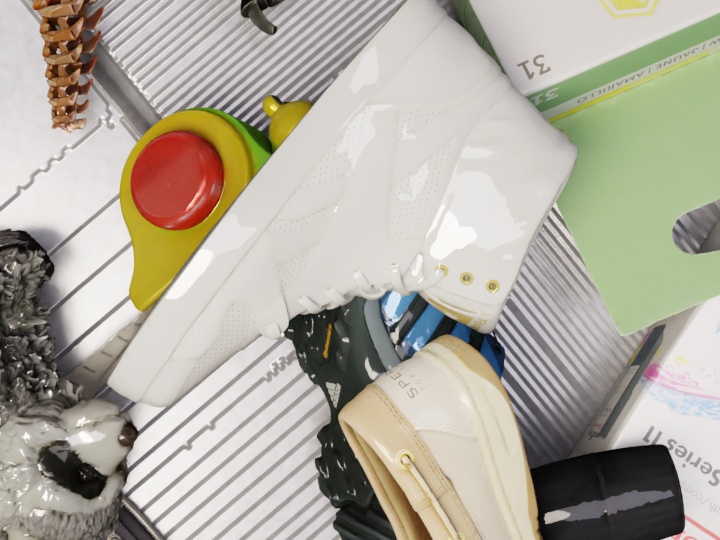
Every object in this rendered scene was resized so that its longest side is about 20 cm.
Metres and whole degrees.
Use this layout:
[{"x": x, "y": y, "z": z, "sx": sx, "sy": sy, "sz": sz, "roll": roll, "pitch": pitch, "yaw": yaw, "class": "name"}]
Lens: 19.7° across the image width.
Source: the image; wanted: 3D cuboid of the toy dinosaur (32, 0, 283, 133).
[{"x": -0.087, "y": -0.160, "z": 0.882, "sx": 0.135, "sy": 0.102, "sz": 0.202, "roll": 16, "pitch": 105, "yaw": 19, "class": "toy dinosaur"}]

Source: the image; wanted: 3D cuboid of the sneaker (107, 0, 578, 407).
[{"x": 0.000, "y": 0.000, "z": 0.820, "sx": 0.115, "sy": 0.074, "sz": 0.200, "roll": 41, "pitch": 90, "yaw": -6, "class": "sneaker"}]

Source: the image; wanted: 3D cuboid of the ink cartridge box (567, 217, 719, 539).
[{"x": 0.165, "y": 0.080, "z": 0.907, "sx": 0.117, "sy": 0.067, "sz": 0.201, "roll": 32, "pitch": 90, "yaw": -4, "class": "ink cartridge box"}]

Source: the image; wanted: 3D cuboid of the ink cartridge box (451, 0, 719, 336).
[{"x": 0.130, "y": -0.093, "z": 0.875, "sx": 0.145, "sy": 0.048, "sz": 0.201, "roll": -23, "pitch": 68, "yaw": -4, "class": "ink cartridge box"}]

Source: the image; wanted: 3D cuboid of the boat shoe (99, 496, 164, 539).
[{"x": -0.111, "y": 0.142, "z": 0.892, "sx": 0.200, "sy": 0.063, "sz": 0.073, "roll": 37, "pitch": 92, "yaw": -3, "class": "boat shoe"}]

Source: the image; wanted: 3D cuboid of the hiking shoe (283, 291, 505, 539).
[{"x": 0.017, "y": 0.025, "z": 0.905, "sx": 0.086, "sy": 0.074, "sz": 0.202, "roll": -5, "pitch": 84, "yaw": -34, "class": "hiking shoe"}]

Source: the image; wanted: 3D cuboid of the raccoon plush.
[{"x": -0.180, "y": 0.061, "z": 0.871, "sx": 0.097, "sy": 0.199, "sz": 0.135, "roll": -33, "pitch": 113, "yaw": -45, "class": "raccoon plush"}]

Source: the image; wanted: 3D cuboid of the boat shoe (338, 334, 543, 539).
[{"x": 0.040, "y": 0.127, "z": 0.829, "sx": 0.069, "sy": 0.074, "sz": 0.201, "roll": -23, "pitch": 106, "yaw": -18, "class": "boat shoe"}]

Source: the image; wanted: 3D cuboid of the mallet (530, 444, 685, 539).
[{"x": 0.104, "y": 0.173, "z": 0.860, "sx": 0.065, "sy": 0.041, "sz": 0.202, "roll": -3, "pitch": 97, "yaw": 1, "class": "mallet"}]

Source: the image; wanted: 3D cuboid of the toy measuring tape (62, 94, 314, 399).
[{"x": -0.094, "y": -0.010, "z": 0.894, "sx": 0.200, "sy": 0.074, "sz": 0.074, "roll": -41, "pitch": 94, "yaw": 15, "class": "toy measuring tape"}]
